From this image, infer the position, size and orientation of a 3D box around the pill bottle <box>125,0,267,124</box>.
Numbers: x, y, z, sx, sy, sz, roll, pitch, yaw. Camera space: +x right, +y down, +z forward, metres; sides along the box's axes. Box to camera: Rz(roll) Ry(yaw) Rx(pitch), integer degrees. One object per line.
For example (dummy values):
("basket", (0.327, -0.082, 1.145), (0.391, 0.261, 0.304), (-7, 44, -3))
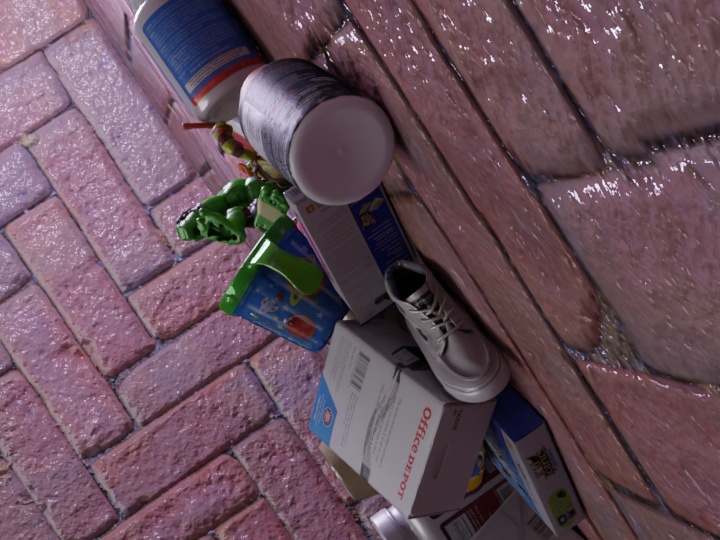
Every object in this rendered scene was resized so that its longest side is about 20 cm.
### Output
("pill bottle", (-0.202, -0.282, 1.520), (0.200, 0.112, 0.112), (55, 172, 8))

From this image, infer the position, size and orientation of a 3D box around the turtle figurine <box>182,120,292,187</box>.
("turtle figurine", (-0.103, -0.133, 1.459), (0.200, 0.064, 0.161), (22, 166, -18))

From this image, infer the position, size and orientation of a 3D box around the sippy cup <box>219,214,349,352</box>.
("sippy cup", (-0.076, 0.025, 1.492), (0.130, 0.140, 0.178), (35, -159, 0))

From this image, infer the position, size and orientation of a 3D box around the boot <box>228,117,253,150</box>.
("boot", (-0.137, -0.171, 1.723), (0.200, 0.072, 0.144), (42, 162, 49))

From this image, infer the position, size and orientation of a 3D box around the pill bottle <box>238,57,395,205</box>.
("pill bottle", (-0.053, -0.142, 1.212), (0.106, 0.106, 0.200), (61, 171, -32))

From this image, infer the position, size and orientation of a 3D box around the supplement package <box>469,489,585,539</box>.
("supplement package", (0.217, 0.385, 1.632), (0.121, 0.120, 0.200), (39, 165, 24))

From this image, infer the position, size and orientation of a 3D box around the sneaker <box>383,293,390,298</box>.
("sneaker", (-0.004, -0.027, 1.476), (0.073, 0.082, 0.200), (42, 166, 53))

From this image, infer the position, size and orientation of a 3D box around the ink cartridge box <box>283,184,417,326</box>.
("ink cartridge box", (-0.003, -0.035, 1.385), (0.037, 0.095, 0.200), (44, 166, 50))

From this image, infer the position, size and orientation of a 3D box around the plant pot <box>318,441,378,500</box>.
("plant pot", (0.047, 0.234, 1.805), (0.187, 0.200, 0.187), (54, 172, 10))

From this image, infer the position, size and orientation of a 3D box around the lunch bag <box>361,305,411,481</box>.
("lunch bag", (0.045, 0.149, 1.617), (0.200, 0.139, 0.168), (-111, 20, -52))

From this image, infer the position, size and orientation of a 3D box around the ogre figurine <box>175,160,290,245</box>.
("ogre figurine", (-0.128, -0.087, 1.599), (0.098, 0.200, 0.120), (51, -149, -16))

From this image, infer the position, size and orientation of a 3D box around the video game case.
("video game case", (0.166, 0.186, 1.460), (0.200, 0.045, 0.181), (47, 167, 50))

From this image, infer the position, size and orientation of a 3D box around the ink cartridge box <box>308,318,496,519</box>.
("ink cartridge box", (0.043, 0.162, 1.418), (0.200, 0.084, 0.145), (36, 117, 45))

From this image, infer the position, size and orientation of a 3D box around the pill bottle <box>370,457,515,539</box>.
("pill bottle", (0.117, 0.301, 1.655), (0.113, 0.200, 0.113), (54, 172, 11))

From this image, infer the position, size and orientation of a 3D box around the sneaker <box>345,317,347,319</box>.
("sneaker", (-0.011, 0.062, 1.823), (0.082, 0.074, 0.200), (32, 133, 60))

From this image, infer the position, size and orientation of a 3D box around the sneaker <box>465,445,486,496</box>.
("sneaker", (0.114, 0.229, 1.511), (0.090, 0.075, 0.200), (57, 177, 45))

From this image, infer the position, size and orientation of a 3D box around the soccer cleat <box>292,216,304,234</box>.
("soccer cleat", (-0.036, -0.059, 1.629), (0.076, 0.067, 0.200), (38, 180, -14))

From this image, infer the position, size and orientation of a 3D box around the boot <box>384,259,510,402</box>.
("boot", (0.081, 0.059, 1.335), (0.096, 0.074, 0.200), (53, 176, -32))

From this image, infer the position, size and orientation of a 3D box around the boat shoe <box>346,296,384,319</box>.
("boat shoe", (0.000, 0.000, 1.630), (0.072, 0.065, 0.200), (58, -169, -25))
